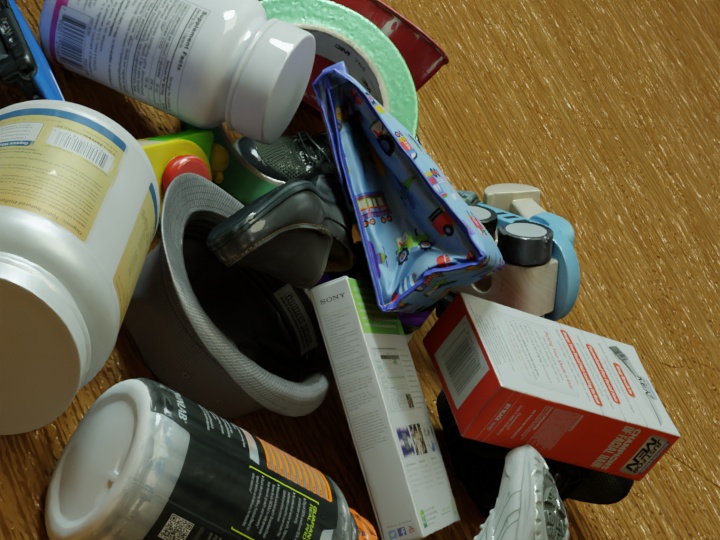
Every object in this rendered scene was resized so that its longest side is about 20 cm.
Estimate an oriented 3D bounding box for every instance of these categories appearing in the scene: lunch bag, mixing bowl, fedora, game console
[{"bbox_3d":[0.024,-0.075,1.394,0.201,0.094,0.151,64,8,7],"label":"lunch bag"},{"bbox_3d":[-0.029,-0.201,1.651,0.199,0.109,0.200,31,-2,1],"label":"mixing bowl"},{"bbox_3d":[-0.108,0.035,1.313,0.200,0.090,0.178,39,31,-35],"label":"fedora"},{"bbox_3d":[-0.298,-0.153,1.303,0.200,0.118,0.171,59,-5,48],"label":"game console"}]

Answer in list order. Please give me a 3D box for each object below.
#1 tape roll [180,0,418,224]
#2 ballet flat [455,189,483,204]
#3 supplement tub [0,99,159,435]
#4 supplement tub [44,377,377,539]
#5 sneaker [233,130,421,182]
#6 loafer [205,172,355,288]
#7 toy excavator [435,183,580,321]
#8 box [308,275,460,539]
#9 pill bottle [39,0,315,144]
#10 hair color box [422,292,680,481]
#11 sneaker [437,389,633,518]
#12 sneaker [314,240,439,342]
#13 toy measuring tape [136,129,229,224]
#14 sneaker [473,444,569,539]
[{"bbox_3d":[-0.052,-0.131,1.509,0.199,0.048,0.202,3,73,-9],"label":"tape roll"},{"bbox_3d":[0.057,-0.030,1.665,0.074,0.074,0.200,50,25,1],"label":"ballet flat"},{"bbox_3d":[-0.216,-0.005,1.152,0.144,0.145,0.201,39,30,-18],"label":"supplement tub"},{"bbox_3d":[-0.092,0.163,1.151,0.199,0.122,0.123,32,33,-28],"label":"supplement tub"},{"bbox_3d":[-0.023,-0.106,1.583,0.199,0.114,0.077,11,45,-45],"label":"sneaker"},{"bbox_3d":[-0.048,-0.023,1.299,0.073,0.073,0.200,62,24,2],"label":"loafer"},{"bbox_3d":[0.144,-0.021,1.617,0.199,0.101,0.194,-15,27,-43],"label":"toy excavator"},{"bbox_3d":[0.020,0.106,1.368,0.144,0.036,0.202,13,61,-76],"label":"box"},{"bbox_3d":[-0.144,-0.182,1.424,0.199,0.114,0.113,24,27,10],"label":"pill bottle"},{"bbox_3d":[0.158,0.098,1.475,0.199,0.064,0.111,16,34,-32],"label":"hair color box"},{"bbox_3d":[0.153,0.176,1.518,0.199,0.076,0.115,29,36,-27],"label":"sneaker"},{"bbox_3d":[0.000,0.000,1.497,0.199,0.099,0.070,15,41,-47],"label":"sneaker"},{"bbox_3d":[-0.179,-0.062,1.375,0.199,0.074,0.074,-17,68,-42],"label":"toy measuring tape"},{"bbox_3d":[0.105,0.224,1.371,0.078,0.099,0.201,55,32,-43],"label":"sneaker"}]
